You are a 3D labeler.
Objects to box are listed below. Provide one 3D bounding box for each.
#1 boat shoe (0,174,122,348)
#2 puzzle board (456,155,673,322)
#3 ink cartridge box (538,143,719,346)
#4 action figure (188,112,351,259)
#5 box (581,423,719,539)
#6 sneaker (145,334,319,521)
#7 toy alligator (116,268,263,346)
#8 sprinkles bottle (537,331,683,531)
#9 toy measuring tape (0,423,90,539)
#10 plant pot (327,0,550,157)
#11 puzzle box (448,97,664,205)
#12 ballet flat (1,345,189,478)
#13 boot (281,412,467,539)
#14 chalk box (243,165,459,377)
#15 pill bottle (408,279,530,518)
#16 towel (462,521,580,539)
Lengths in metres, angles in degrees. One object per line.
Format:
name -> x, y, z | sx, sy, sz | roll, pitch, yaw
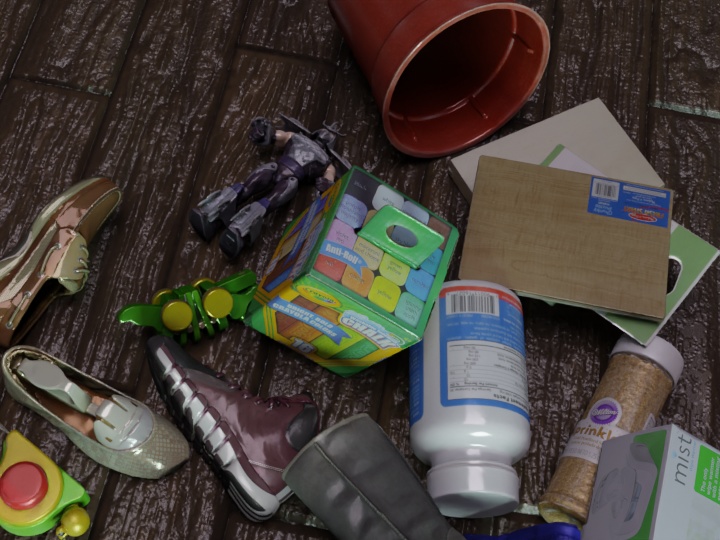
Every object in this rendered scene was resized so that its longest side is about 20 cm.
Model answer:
boat shoe -> -0.304, -0.005, 1.058 | 0.074, 0.076, 0.200 | 37, 74, 10
puzzle board -> 0.204, -0.033, 1.052 | 0.199, 0.017, 0.151 | 11, 60, 4
ink cartridge box -> 0.237, -0.021, 1.080 | 0.200, 0.048, 0.146 | 38, 66, 16
action figure -> -0.084, -0.096, 1.120 | 0.130, 0.070, 0.200 | 35, 62, 20
box -> 0.277, 0.260, 0.897 | 0.176, 0.097, 0.201 | 30, 61, -18
sneaker -> -0.109, 0.126, 1.001 | 0.115, 0.076, 0.200 | -31, 78, -24
toy alligator -> -0.139, 0.035, 1.057 | 0.199, 0.059, 0.055 | -17, 108, -20
sprinkles bottle -> 0.237, 0.153, 1.002 | 0.068, 0.068, 0.200 | 28, 64, 11
toy measuring tape -> -0.325, 0.178, 0.955 | 0.200, 0.074, 0.074 | 35, 65, 15
plant pot -> 0.070, -0.263, 1.160 | 0.200, 0.201, 0.196 | -22, 56, -15
puzzle box -> 0.212, -0.101, 1.164 | 0.199, 0.025, 0.133 | -23, 66, -15
ballet flat -> -0.251, 0.131, 0.988 | 0.199, 0.062, 0.068 | 25, 63, 9
boot -> 0.000, 0.231, 0.882 | 0.181, 0.073, 0.200 | -31, 62, -30
chalk box -> 0.000, 0.000, 0.980 | 0.125, 0.200, 0.124 | 30, 61, -14
pill bottle -> 0.100, 0.120, 0.988 | 0.112, 0.112, 0.201 | 3, 62, -2
towel -> 0.119, 0.313, 0.879 | 0.049, 0.147, 0.201 | 30, 59, -23
